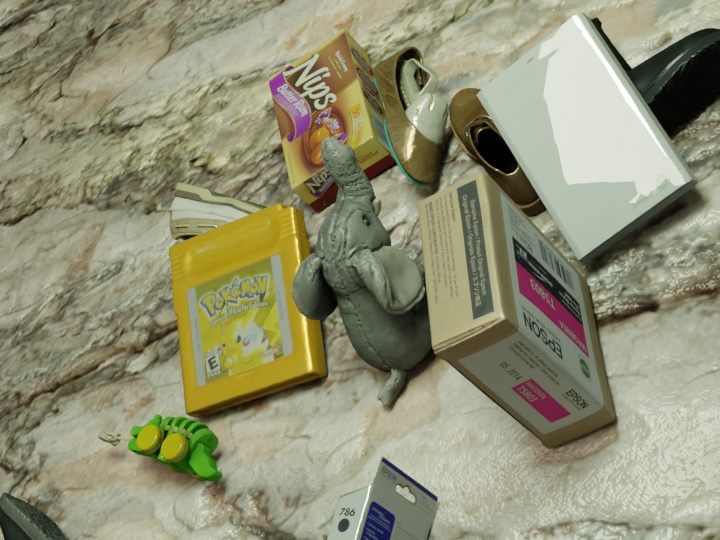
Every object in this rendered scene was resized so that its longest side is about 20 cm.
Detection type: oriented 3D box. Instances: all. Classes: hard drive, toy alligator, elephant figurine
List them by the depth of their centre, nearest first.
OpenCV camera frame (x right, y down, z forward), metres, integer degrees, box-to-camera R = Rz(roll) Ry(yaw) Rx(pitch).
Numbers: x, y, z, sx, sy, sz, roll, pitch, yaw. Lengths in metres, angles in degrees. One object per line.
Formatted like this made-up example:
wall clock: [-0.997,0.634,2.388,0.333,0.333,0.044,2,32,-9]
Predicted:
hard drive: [0.212,-0.127,1.374,0.132,0.026,0.200,-38,68,23]
elephant figurine: [0.000,0.000,1.408,0.141,0.200,0.155,-40,43,9]
toy alligator: [-0.210,0.179,1.554,0.200,0.059,0.054,11,67,44]

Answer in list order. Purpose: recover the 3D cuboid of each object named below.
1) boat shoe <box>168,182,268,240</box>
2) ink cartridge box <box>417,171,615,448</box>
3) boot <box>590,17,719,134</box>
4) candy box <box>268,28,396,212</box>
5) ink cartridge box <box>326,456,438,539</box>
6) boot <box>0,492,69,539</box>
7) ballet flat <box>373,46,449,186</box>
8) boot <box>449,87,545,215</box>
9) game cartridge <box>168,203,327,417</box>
boat shoe: [-0.145,-0.049,1.670,0.200,0.075,0.069,17,91,43]
ink cartridge box: [0.137,0.037,1.268,0.075,0.200,0.165,-26,47,24]
boot: [0.261,-0.196,1.432,0.198,0.073,0.163,-45,46,13]
candy box: [-0.034,-0.177,1.677,0.117,0.056,0.200,-31,46,19]
ink cartridge box: [0.006,0.274,1.276,0.039,0.099,0.200,-3,57,40]
boot: [-0.402,0.362,1.583,0.165,0.066,0.200,29,85,49]
ballet flat: [0.062,-0.180,1.589,0.072,0.068,0.200,-46,34,29]
boot: [0.136,-0.143,1.497,0.074,0.075,0.200,-41,41,10]
game cartridge: [-0.127,0.041,1.567,0.176,0.032,0.200,-21,68,27]
